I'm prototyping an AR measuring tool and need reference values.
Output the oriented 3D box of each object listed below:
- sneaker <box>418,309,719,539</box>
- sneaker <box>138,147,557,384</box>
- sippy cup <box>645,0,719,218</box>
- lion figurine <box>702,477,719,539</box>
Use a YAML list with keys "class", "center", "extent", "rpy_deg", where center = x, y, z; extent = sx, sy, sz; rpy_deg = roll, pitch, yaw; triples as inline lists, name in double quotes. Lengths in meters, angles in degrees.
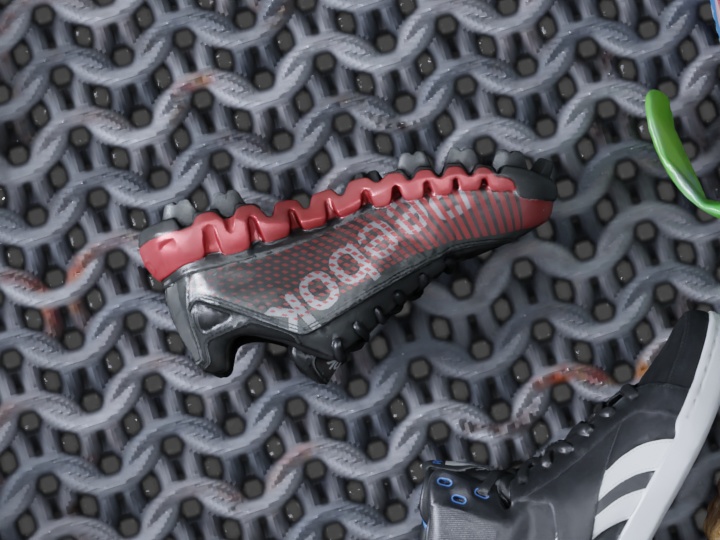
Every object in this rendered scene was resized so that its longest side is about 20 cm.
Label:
- class: "sneaker"
  center: [0.090, 0.092, 1.400]
  extent: [0.112, 0.073, 0.201]
  rpy_deg: [26, 86, 1]
- class: "sneaker"
  center: [0.000, 0.000, 1.411]
  extent: [0.200, 0.071, 0.098]
  rpy_deg: [-13, 84, 0]
- class: "sippy cup"
  center: [0.227, -0.103, 1.400]
  extent: [0.177, 0.140, 0.131]
  rpy_deg: [-15, 74, -14]
- class: "lion figurine"
  center: [0.214, 0.171, 1.403]
  extent: [0.122, 0.072, 0.200]
  rpy_deg: [-31, 97, -8]
